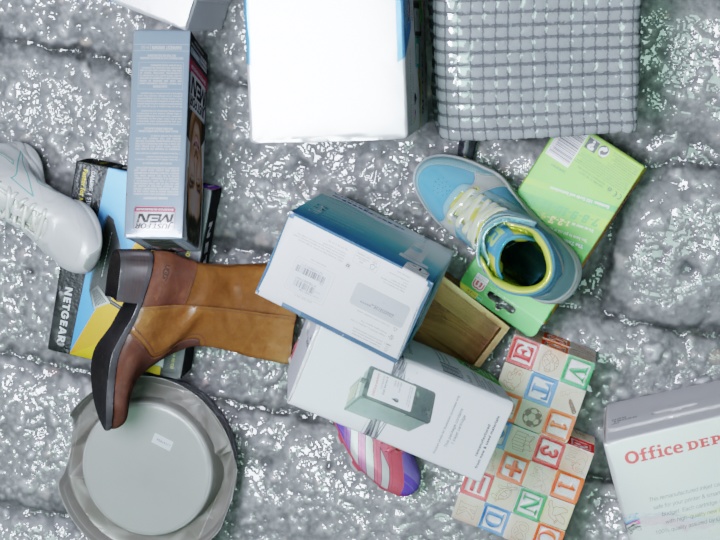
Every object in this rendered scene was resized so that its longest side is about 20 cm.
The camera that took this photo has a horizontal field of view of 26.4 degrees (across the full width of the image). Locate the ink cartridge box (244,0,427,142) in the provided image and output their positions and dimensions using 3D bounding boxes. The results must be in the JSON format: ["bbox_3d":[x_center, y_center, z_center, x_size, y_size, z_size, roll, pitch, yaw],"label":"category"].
[{"bbox_3d":[-0.018,-0.202,1.439,0.144,0.200,0.149,-1,99,8],"label":"ink cartridge box"}]

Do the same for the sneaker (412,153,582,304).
[{"bbox_3d":[0.120,-0.047,1.453,0.199,0.130,0.080,38,100,16],"label":"sneaker"}]

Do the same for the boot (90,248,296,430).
[{"bbox_3d":[-0.167,0.075,1.553,0.198,0.068,0.191,7,93,-26],"label":"boot"}]

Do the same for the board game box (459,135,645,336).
[{"bbox_3d":[0.187,-0.042,1.512,0.095,0.030,0.201,34,96,15],"label":"board game box"}]

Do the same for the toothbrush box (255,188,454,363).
[{"bbox_3d":[0.000,0.000,1.441,0.145,0.200,0.086,26,103,3],"label":"toothbrush box"}]

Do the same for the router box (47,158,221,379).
[{"bbox_3d":[-0.234,-0.003,1.589,0.147,0.051,0.203,11,100,6],"label":"router box"}]

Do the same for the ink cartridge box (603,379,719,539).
[{"bbox_3d":[0.328,0.224,1.485,0.146,0.145,0.202,-14,97,11],"label":"ink cartridge box"}]

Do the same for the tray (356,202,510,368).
[{"bbox_3d":[0.045,0.032,1.558,0.199,0.037,0.099,38,103,1],"label":"tray"}]

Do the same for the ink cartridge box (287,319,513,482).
[{"bbox_3d":[0.032,0.111,1.463,0.198,0.146,0.085,23,96,-6],"label":"ink cartridge box"}]

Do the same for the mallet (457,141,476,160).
[{"bbox_3d":[0.107,-0.194,1.513,0.065,0.041,0.202,17,105,5],"label":"mallet"}]

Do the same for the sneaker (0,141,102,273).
[{"bbox_3d":[-0.335,-0.061,1.544,0.200,0.080,0.071,41,114,30],"label":"sneaker"}]

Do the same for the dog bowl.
[{"bbox_3d":[-0.220,0.204,1.618,0.197,0.059,0.203,1,99,9],"label":"dog bowl"}]

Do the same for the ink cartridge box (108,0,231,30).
[{"bbox_3d":[-0.217,-0.334,1.486,0.198,0.147,0.148,22,101,5],"label":"ink cartridge box"}]

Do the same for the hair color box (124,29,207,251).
[{"bbox_3d":[-0.189,-0.125,1.500,0.060,0.099,0.203,1,84,5],"label":"hair color box"}]

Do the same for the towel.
[{"bbox_3d":[0.163,-0.213,1.446,0.197,0.086,0.168,-4,107,-4],"label":"towel"}]

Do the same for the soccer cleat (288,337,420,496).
[{"bbox_3d":[0.006,0.140,1.560,0.076,0.067,0.201,-34,91,34],"label":"soccer cleat"}]

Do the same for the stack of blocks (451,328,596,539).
[{"bbox_3d":[0.178,0.170,1.546,0.114,0.059,0.202,19,101,6],"label":"stack of blocks"}]
